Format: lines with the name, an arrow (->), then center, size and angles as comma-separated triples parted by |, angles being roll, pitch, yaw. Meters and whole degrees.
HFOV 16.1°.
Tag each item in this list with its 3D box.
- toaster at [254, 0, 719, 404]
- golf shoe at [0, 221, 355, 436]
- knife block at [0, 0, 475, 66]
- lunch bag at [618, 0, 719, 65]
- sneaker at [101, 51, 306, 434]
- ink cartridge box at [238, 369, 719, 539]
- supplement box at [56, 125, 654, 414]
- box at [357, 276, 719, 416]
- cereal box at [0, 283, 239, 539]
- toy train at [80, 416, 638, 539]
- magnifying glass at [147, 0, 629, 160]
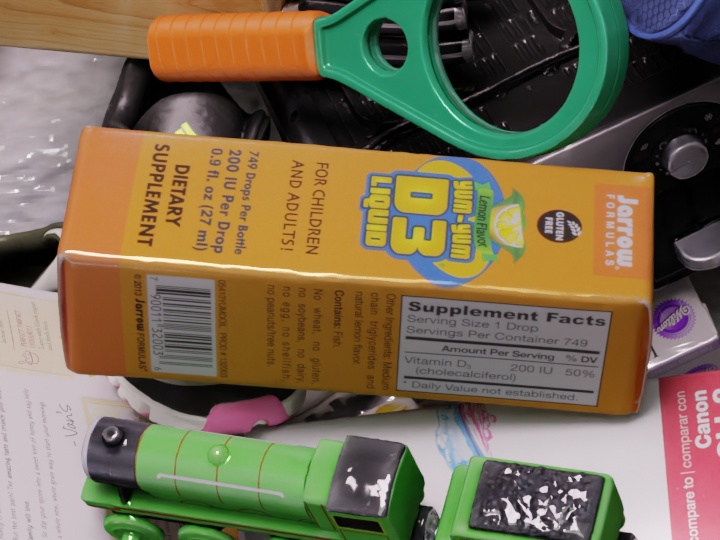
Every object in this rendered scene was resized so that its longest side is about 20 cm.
toaster -> 0.057, -0.064, 1.013 | 0.180, 0.119, 0.200 | -25, 43, -4
golf shoe -> -0.093, 0.020, 1.049 | 0.199, 0.097, 0.079 | 0, 61, 14
knife block -> -0.047, -0.113, 0.977 | 0.175, 0.200, 0.064 | 41, 46, -4
lunch bag -> 0.155, -0.148, 0.890 | 0.136, 0.132, 0.200 | -61, 34, 27
sneaker -> -0.065, -0.019, 0.959 | 0.073, 0.088, 0.200 | -5, 35, -10
ink cartridge box -> 0.066, 0.137, 0.913 | 0.199, 0.145, 0.145 | -8, 60, 11
supplement box -> 0.000, 0.000, 0.867 | 0.199, 0.069, 0.067 | 5, 48, 0
box -> 0.049, 0.062, 1.018 | 0.199, 0.041, 0.039 | -25, 59, 1
cereal box -> -0.147, 0.061, 0.926 | 0.199, 0.040, 0.144 | 10, 40, -24
toy train -> -0.005, 0.077, 0.847 | 0.199, 0.056, 0.042 | 6, 63, 19
magnifying glass -> 0.006, -0.080, 0.899 | 0.199, 0.022, 0.080 | 2, 103, 35
